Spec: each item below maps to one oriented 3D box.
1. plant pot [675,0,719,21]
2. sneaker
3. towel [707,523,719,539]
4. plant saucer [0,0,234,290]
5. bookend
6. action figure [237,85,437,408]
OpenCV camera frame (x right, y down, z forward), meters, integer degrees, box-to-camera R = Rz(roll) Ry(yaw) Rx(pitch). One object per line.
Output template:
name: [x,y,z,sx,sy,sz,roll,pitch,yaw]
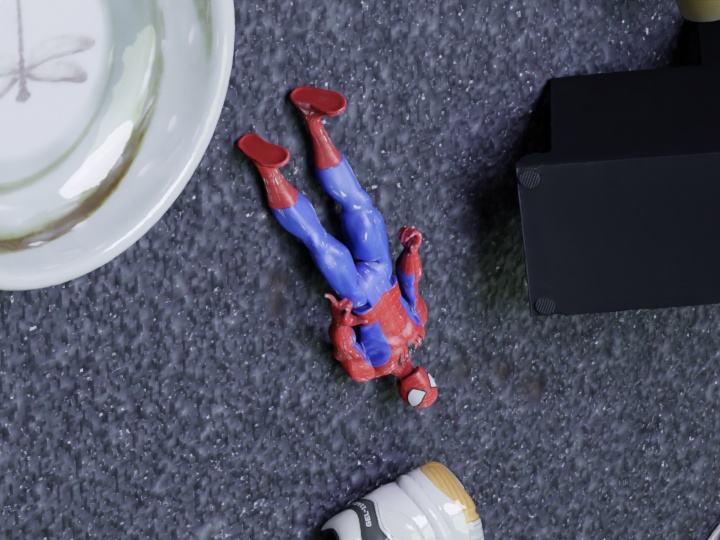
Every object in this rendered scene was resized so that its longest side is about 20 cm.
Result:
plant pot: [0.219,-0.241,1.496,0.200,0.200,0.143,-37,104,-26]
sneaker: [0.023,0.197,1.583,0.087,0.076,0.201,-21,121,-17]
towel: [0.249,0.208,1.823,0.201,0.034,0.133,-55,136,-10]
plant saucer: [-0.145,-0.093,1.285,0.199,0.050,0.201,-21,123,-37]
bookend: [0.186,-0.071,1.572,0.198,0.199,0.093,-5,121,5]
action figure: [0.000,0.000,1.475,0.065,0.052,0.201,-47,137,-23]
